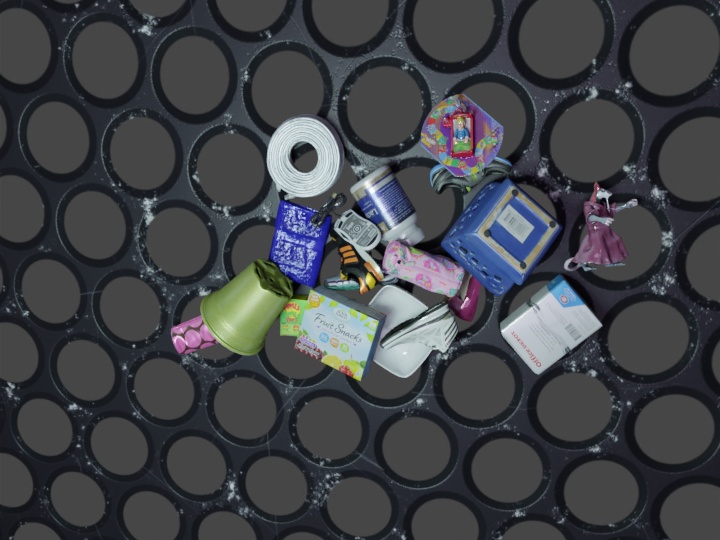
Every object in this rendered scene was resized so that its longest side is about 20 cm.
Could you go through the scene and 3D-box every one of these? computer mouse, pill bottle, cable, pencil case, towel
[{"bbox_3d":[-0.026,-0.107,1.531,0.110,0.044,0.199,-47,60,-7],"label":"computer mouse"},{"bbox_3d":[0.071,-0.147,1.530,0.115,0.116,0.202,-32,95,15],"label":"pill bottle"},{"bbox_3d":[-0.140,-0.285,1.560,0.196,0.069,0.204,-9,101,12],"label":"cable"},{"bbox_3d":[0.147,-0.003,1.481,0.197,0.088,0.089,21,107,-20],"label":"pencil case"},{"bbox_3d":[-0.165,-0.068,1.626,0.145,0.050,0.204,16,105,7],"label":"towel"},{"bbox_3d":[-0.426,0.159,1.707,0.197,0.092,0.094,-24,135,12],"label":"pencil case"}]

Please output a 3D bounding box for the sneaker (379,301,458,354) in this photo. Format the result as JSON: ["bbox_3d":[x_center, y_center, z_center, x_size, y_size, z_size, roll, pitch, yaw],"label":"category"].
[{"bbox_3d":[0.151,0.173,1.535,0.198,0.076,0.117,-29,95,12],"label":"sneaker"}]

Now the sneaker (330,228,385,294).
[{"bbox_3d":[-0.029,-0.025,1.556,0.090,0.070,0.200,-41,62,-8],"label":"sneaker"}]

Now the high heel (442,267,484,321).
[{"bbox_3d":[0.298,0.033,1.570,0.095,0.068,0.201,33,107,-20],"label":"high heel"}]

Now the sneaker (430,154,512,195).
[{"bbox_3d":[0.265,-0.223,1.493,0.196,0.071,0.084,-10,77,18],"label":"sneaker"}]

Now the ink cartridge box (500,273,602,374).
[{"bbox_3d":[0.465,0.132,1.538,0.200,0.086,0.147,-41,93,17],"label":"ink cartridge box"}]

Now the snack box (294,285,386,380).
[{"bbox_3d":[-0.052,0.155,1.577,0.197,0.068,0.171,23,108,16],"label":"snack box"}]

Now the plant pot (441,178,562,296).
[{"bbox_3d":[0.329,-0.082,1.432,0.199,0.180,0.201,40,81,-2],"label":"plant pot"}]

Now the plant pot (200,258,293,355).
[{"bbox_3d":[-0.274,0.078,1.592,0.200,0.201,0.184,44,112,-2],"label":"plant pot"}]

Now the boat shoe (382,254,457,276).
[{"bbox_3d":[0.149,-0.003,1.563,0.196,0.068,0.074,-1,93,-19],"label":"boat shoe"}]

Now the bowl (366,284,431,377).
[{"bbox_3d":[0.099,0.149,1.615,0.199,0.075,0.201,35,107,2],"label":"bowl"}]

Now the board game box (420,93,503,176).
[{"bbox_3d":[0.231,-0.322,1.460,0.158,0.039,0.200,-47,69,7],"label":"board game box"}]

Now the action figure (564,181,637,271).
[{"bbox_3d":[0.564,-0.107,1.478,0.148,0.132,0.204,-9,89,55],"label":"action figure"}]

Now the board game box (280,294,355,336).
[{"bbox_3d":[-0.114,0.124,1.661,0.196,0.048,0.104,3,103,9],"label":"board game box"}]

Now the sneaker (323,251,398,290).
[{"bbox_3d":[0.000,0.000,1.614,0.196,0.074,0.089,-7,79,9],"label":"sneaker"}]
